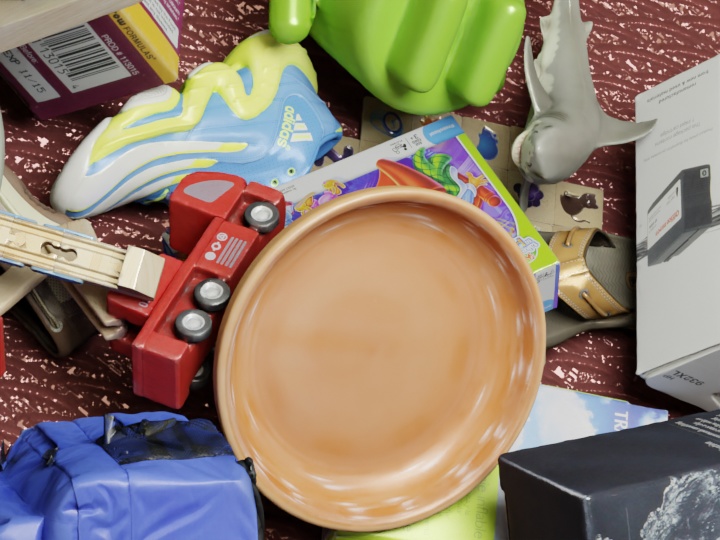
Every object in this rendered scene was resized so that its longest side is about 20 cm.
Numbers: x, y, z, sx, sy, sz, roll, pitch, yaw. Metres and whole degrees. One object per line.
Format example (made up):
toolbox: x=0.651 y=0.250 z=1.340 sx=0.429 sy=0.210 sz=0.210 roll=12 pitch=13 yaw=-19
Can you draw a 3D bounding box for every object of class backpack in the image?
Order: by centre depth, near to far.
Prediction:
backpack: x=-0.136 y=0.151 z=1.213 sx=0.167 sy=0.200 sz=0.163 roll=3 pitch=98 yaw=-13

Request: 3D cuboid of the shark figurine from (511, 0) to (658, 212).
shark figurine: x=0.145 y=-0.119 z=1.459 sx=0.089 sy=0.128 sz=0.215 roll=5 pitch=56 yaw=9

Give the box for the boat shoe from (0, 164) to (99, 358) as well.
boat shoe: x=-0.231 y=-0.026 z=1.346 sx=0.202 sy=0.075 sz=0.075 roll=36 pitch=66 yaw=2

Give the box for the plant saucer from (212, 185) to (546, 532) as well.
plant saucer: x=0.009 y=0.048 z=1.298 sx=0.199 sy=0.037 sz=0.201 roll=-7 pitch=108 yaw=-21

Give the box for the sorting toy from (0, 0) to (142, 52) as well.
sorting toy: x=-0.228 y=-0.209 z=1.272 sx=0.199 sy=0.070 sz=0.199 roll=-18 pitch=52 yaw=11

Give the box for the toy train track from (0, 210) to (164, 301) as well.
toy train track: x=-0.204 y=-0.025 z=1.248 sx=0.199 sy=0.033 sz=0.115 roll=16 pitch=74 yaw=-3

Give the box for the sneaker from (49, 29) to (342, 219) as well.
sneaker: x=-0.089 y=-0.068 z=1.406 sx=0.200 sy=0.076 sz=0.105 roll=-37 pitch=80 yaw=-28

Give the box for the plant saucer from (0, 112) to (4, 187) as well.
plant saucer: x=-0.302 y=-0.067 z=1.305 sx=0.199 sy=0.050 sz=0.201 roll=-1 pitch=82 yaw=9

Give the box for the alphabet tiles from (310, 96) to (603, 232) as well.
alphabet tiles: x=0.059 y=-0.026 z=1.470 sx=0.199 sy=0.006 sz=0.167 roll=11 pitch=63 yaw=-11

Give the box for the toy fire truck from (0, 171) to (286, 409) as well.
toy fire truck: x=-0.140 y=0.011 z=1.299 sx=0.140 sy=0.049 sz=0.200 roll=20 pitch=50 yaw=12

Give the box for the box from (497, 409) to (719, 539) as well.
box: x=0.195 y=0.190 z=1.300 sx=0.199 sy=0.117 sz=0.198 roll=-10 pitch=100 yaw=-20

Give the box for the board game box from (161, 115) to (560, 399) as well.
board game box: x=0.000 y=0.000 z=1.378 sx=0.199 sy=0.045 sz=0.135 roll=-23 pitch=54 yaw=-16

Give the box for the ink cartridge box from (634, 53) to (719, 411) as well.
ink cartridge box: x=0.250 y=-0.013 z=1.450 sx=0.145 sy=0.084 sz=0.201 roll=22 pitch=58 yaw=-34

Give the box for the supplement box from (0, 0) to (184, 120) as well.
supplement box: x=-0.175 y=-0.214 z=1.386 sx=0.103 sy=0.131 sz=0.201 roll=-14 pitch=52 yaw=21

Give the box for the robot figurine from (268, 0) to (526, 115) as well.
robot figurine: x=0.026 y=-0.171 z=1.438 sx=0.175 sy=0.116 sz=0.200 roll=9 pitch=21 yaw=-30

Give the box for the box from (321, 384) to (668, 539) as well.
box: x=0.081 y=0.125 z=1.380 sx=0.199 sy=0.048 sz=0.122 roll=11 pitch=63 yaw=-11

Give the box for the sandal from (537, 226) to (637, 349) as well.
sandal: x=0.144 y=0.008 z=1.441 sx=0.199 sy=0.055 sz=0.082 roll=2 pitch=67 yaw=-24
